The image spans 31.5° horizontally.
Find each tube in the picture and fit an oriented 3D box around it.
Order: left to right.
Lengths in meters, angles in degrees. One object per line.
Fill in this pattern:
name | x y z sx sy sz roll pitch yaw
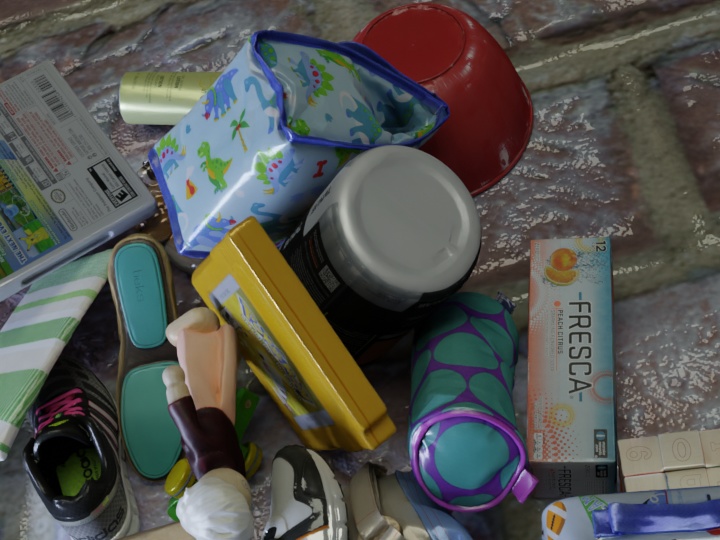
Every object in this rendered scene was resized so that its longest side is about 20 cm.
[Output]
tube | -0.135 -0.169 1.244 0.197 0.052 0.059 3 96 9

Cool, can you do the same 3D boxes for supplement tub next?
supplement tub | 0.000 0.000 0.985 0.121 0.200 0.124 10 63 -21

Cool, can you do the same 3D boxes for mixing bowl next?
mixing bowl | 0.056 -0.169 1.160 0.197 0.109 0.202 -6 55 8

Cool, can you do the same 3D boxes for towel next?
towel | -0.284 0.074 1.079 0.152 0.023 0.201 -12 43 50

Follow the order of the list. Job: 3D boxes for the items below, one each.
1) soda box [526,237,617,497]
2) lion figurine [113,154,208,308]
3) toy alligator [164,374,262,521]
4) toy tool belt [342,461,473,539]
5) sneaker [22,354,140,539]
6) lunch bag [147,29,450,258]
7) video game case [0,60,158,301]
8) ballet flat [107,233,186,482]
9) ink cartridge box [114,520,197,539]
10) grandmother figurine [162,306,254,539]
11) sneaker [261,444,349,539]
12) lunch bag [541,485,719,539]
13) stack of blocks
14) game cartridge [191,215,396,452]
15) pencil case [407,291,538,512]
soda box | 0.165 0.073 0.992 0.067 0.064 0.202 -1 56 12
lion figurine | -0.142 -0.019 1.136 0.199 0.073 0.122 38 62 17
toy alligator | -0.113 0.137 1.023 0.054 0.059 0.202 -24 39 50
toy tool belt | 0.051 0.205 0.877 0.122 0.126 0.200 -23 25 -11
sneaker | -0.233 0.134 1.027 0.073 0.088 0.201 -23 51 -3
lunch bag | -0.044 -0.097 1.045 0.170 0.198 0.129 -39 60 39
video game case | -0.304 -0.079 1.119 0.181 0.022 0.200 -31 63 -19
ballet flat | -0.168 0.071 1.056 0.068 0.063 0.203 -4 90 0
ink cartridge box | -0.156 0.293 0.884 0.163 0.075 0.202 -19 66 1
grandmother figurine | -0.107 0.114 0.915 0.060 0.121 0.201 -30 40 12
sneaker | -0.050 0.214 0.848 0.079 0.074 0.203 4 64 -18
lunch bag | 0.211 0.198 0.833 0.197 0.161 0.076 -8 53 7
stack of blocks | 0.281 0.144 0.882 0.197 0.116 0.059 -8 54 9
game cartridge | -0.055 0.055 0.933 0.032 0.200 0.177 -35 91 -15
pencil case | 0.080 0.090 0.933 0.092 0.086 0.201 29 23 -7
